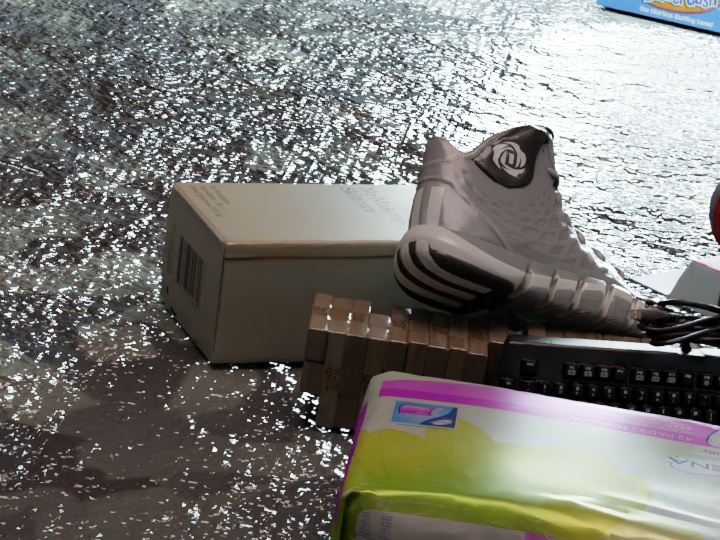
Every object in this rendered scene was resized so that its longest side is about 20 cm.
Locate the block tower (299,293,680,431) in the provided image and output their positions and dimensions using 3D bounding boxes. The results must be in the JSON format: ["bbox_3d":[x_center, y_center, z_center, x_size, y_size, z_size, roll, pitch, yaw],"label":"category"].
[{"bbox_3d":[0.071,0.058,1.233,0.200,0.054,0.058,9,20,0],"label":"block tower"}]

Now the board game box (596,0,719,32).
[{"bbox_3d":[0.323,-0.265,2.239,0.152,0.045,0.200,15,20,20],"label":"board game box"}]

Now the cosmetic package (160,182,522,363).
[{"bbox_3d":[0.000,0.000,1.340,0.200,0.073,0.104,-2,22,-23],"label":"cosmetic package"}]

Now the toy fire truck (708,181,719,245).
[{"bbox_3d":[0.317,-0.047,1.628,0.200,0.049,0.141,1,20,-16],"label":"toy fire truck"}]

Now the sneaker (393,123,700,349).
[{"bbox_3d":[0.109,-0.018,1.286,0.200,0.116,0.075,25,-30,-33],"label":"sneaker"}]

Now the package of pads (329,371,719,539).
[{"bbox_3d":[0.090,0.112,1.070,0.200,0.068,0.155,9,19,3],"label":"package of pads"}]

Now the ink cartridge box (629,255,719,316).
[{"bbox_3d":[0.266,0.021,1.445,0.095,0.037,0.200,-10,24,-41],"label":"ink cartridge box"}]

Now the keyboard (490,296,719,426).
[{"bbox_3d":[0.162,0.062,1.180,0.200,0.104,0.040,4,-5,-10],"label":"keyboard"}]
